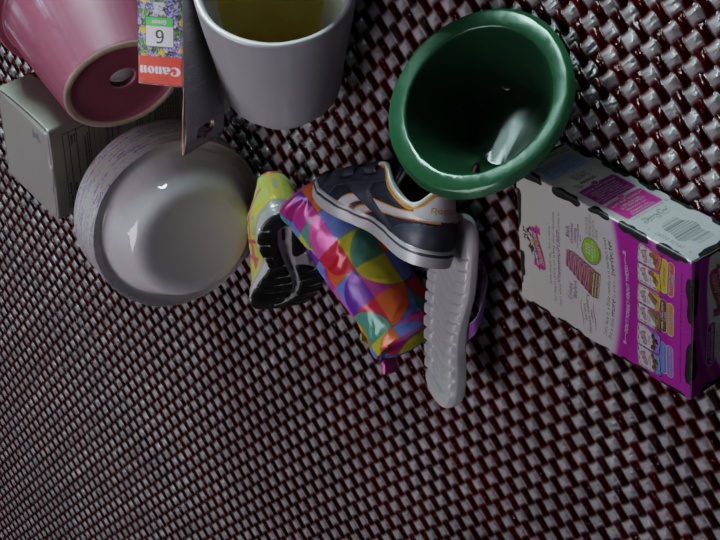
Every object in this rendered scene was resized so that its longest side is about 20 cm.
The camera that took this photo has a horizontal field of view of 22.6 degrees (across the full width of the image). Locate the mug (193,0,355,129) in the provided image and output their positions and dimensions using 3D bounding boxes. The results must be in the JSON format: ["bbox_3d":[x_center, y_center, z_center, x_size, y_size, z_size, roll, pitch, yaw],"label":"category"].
[{"bbox_3d":[-0.070,-0.227,1.705,0.149,0.187,0.153,15,145,12],"label":"mug"}]

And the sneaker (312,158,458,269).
[{"bbox_3d":[0.029,-0.072,1.694,0.200,0.078,0.079,33,117,48],"label":"sneaker"}]

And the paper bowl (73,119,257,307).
[{"bbox_3d":[-0.201,-0.055,1.952,0.104,0.201,0.201,44,148,49],"label":"paper bowl"}]

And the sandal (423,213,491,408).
[{"bbox_3d":[0.096,0.034,1.708,0.082,0.050,0.203,-129,39,-51],"label":"sandal"}]

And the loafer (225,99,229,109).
[{"bbox_3d":[-0.158,-0.258,1.866,0.070,0.070,0.200,40,137,44],"label":"loafer"}]

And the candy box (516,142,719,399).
[{"bbox_3d":[0.215,-0.003,1.461,0.200,0.061,0.136,33,140,42],"label":"candy box"}]

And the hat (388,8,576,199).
[{"bbox_3d":[0.131,-0.113,1.526,0.176,0.166,0.200,37,-164,-51],"label":"hat"}]

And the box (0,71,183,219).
[{"bbox_3d":[-0.288,-0.168,2.012,0.109,0.200,0.128,40,144,35],"label":"box"}]

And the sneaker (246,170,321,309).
[{"bbox_3d":[-0.087,-0.032,1.944,0.200,0.078,0.090,100,158,-54],"label":"sneaker"}]

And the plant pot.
[{"bbox_3d":[-0.279,-0.257,1.888,0.200,0.200,0.179,106,144,-52],"label":"plant pot"}]

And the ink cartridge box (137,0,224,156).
[{"bbox_3d":[-0.169,-0.218,1.701,0.050,0.109,0.200,7,108,15],"label":"ink cartridge box"}]

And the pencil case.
[{"bbox_3d":[0.000,0.000,1.798,0.200,0.088,0.088,59,152,13],"label":"pencil case"}]
